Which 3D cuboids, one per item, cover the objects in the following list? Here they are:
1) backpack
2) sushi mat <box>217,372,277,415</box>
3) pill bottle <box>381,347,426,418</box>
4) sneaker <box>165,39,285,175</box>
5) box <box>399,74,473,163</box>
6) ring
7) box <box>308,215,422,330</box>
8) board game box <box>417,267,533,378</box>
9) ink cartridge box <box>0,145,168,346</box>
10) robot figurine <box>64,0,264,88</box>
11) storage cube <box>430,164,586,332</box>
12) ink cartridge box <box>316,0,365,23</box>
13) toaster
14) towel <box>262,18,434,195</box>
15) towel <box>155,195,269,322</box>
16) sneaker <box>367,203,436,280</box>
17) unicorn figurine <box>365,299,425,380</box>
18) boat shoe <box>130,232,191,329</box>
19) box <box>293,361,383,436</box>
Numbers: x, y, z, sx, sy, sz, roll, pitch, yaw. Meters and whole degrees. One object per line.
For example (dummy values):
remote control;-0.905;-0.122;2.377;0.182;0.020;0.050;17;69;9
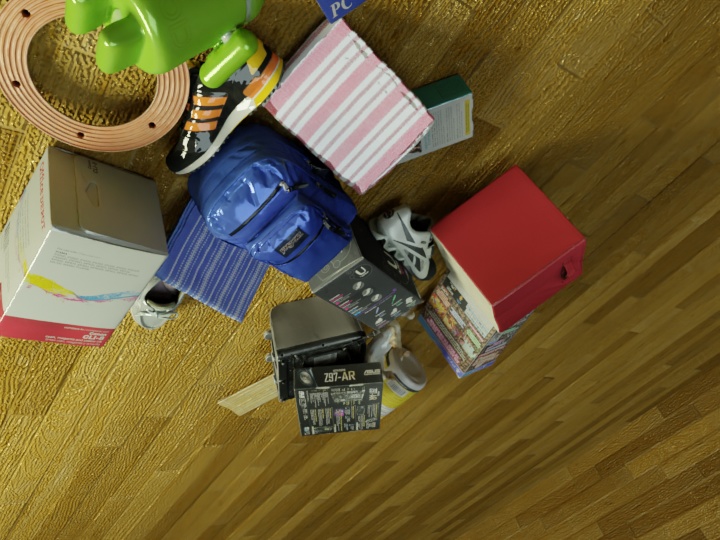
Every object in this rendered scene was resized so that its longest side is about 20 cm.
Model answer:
backpack;-0.113;-0.091;0.827;0.163;0.168;0.200;-46;139;9
sushi mat;-0.203;0.258;1.351;0.199;0.012;0.096;-28;142;5
pill bottle;0.046;0.272;1.423;0.200;0.112;0.111;-41;141;24
sneaker;-0.184;-0.204;0.739;0.200;0.070;0.090;-38;125;21
box;0.059;-0.201;0.878;0.199;0.049;0.082;-20;143;-4
ring;-0.288;-0.216;0.672;0.199;0.019;0.201;-7;136;-7
box;0.000;0.000;1.039;0.106;0.123;0.200;-34;143;17
board game box;0.225;0.083;1.226;0.097;0.160;0.200;-14;146;-34
ink cartridge box;-0.361;-0.024;0.791;0.144;0.146;0.200;16;130;-41
robot figurine;-0.172;-0.264;0.581;0.200;0.176;0.116;-42;-169;-23
storage cube;0.248;-0.032;1.051;0.180;0.200;0.171;-37;154;1
ink cartridge box;0.026;-0.362;0.658;0.200;0.044;0.094;-31;142;10
toaster;-0.080;0.145;1.185;0.199;0.119;0.181;-12;144;-14
towel;-0.015;-0.207;0.796;0.146;0.030;0.200;-44;120;12
towel;-0.205;-0.020;0.917;0.200;0.024;0.145;41;71;-52
sneaker;0.101;-0.048;1.075;0.088;0.074;0.200;-33;143;15
unicorn figurine;0.055;0.139;1.224;0.200;0.137;0.074;-44;118;11
boat shoe;-0.304;0.029;0.958;0.074;0.065;0.202;9;133;-37
box;-0.040;0.246;1.168;0.159;0.044;0.200;-5;142;-4
